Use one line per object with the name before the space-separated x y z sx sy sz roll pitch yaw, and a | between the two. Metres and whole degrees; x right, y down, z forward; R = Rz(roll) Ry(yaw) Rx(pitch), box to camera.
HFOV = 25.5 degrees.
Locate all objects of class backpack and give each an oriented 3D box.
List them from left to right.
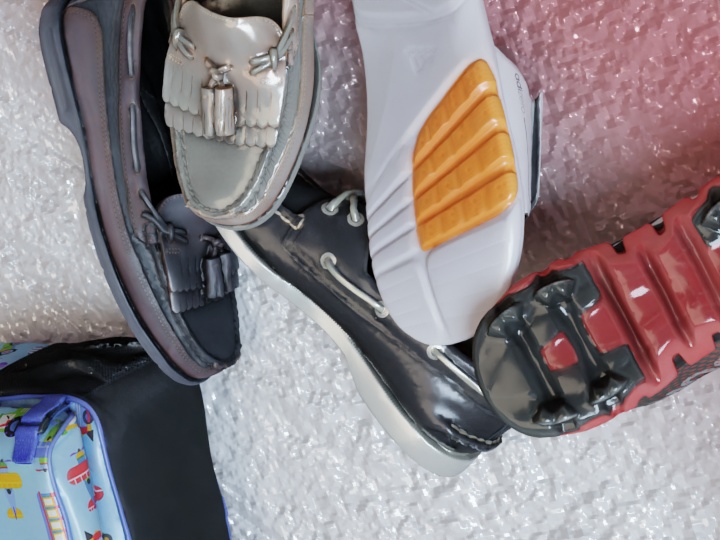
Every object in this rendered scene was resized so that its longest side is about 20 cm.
backpack | -0.174 0.129 0.833 0.199 0.134 0.184 -1 106 33

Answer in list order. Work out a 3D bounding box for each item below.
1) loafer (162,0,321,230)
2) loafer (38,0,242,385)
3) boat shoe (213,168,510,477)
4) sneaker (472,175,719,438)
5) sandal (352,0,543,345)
loafer | -0.051 -0.119 0.676 0.071 0.063 0.202 11 91 18
loafer | -0.094 -0.044 0.764 0.063 0.072 0.202 -16 96 29
boat shoe | 0.000 0.000 0.721 0.060 0.074 0.200 -43 80 28
sneaker | 0.142 0.004 0.643 0.199 0.098 0.071 -26 83 11
sandal | 0.044 -0.073 0.682 0.079 0.059 0.209 -12 80 39
